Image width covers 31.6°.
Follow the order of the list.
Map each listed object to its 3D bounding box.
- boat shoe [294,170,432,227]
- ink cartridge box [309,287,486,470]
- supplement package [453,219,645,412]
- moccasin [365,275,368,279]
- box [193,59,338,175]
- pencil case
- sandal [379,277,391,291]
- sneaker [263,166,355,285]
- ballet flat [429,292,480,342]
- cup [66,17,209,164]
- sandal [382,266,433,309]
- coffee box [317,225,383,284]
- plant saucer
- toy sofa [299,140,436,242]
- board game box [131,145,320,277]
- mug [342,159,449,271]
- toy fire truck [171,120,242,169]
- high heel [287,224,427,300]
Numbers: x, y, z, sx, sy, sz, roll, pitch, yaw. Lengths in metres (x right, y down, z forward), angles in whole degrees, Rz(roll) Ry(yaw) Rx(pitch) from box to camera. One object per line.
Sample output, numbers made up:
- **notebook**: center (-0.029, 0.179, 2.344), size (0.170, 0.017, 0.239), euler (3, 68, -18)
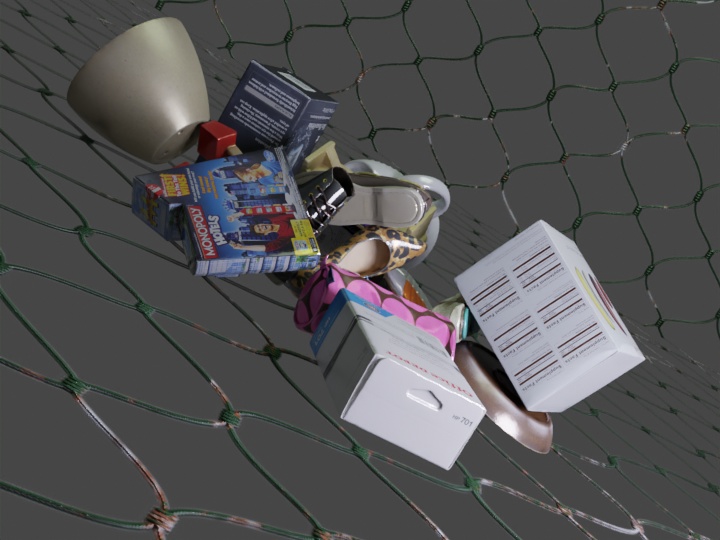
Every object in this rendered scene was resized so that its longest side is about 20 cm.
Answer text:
- **boat shoe**: center (-0.001, -0.100, 1.728), size (0.197, 0.073, 0.059), euler (8, 18, 21)
- **ink cartridge box**: center (0.036, 0.115, 1.406), size (0.145, 0.086, 0.200), euler (28, 13, -20)
- **supplement package**: center (0.257, 0.067, 1.710), size (0.202, 0.146, 0.191), euler (61, 16, 17)
- **moccasin**: center (0.025, 0.061, 1.618), size (0.199, 0.081, 0.068), euler (26, 6, -29)
- **box**: center (-0.147, -0.210, 1.999), size (0.117, 0.201, 0.197), euler (33, 11, 7)
- **pencil case**: center (0.023, 0.062, 1.540), size (0.198, 0.095, 0.091), euler (27, -31, -22)
- **sandal**: center (0.063, 0.042, 1.902), size (0.075, 0.048, 0.201), euler (31, 12, -8)
- **sneaker**: center (-0.072, -0.067, 1.627), size (0.075, 0.106, 0.201), euler (49, 27, -23)
- **ballet flat**: center (0.127, 0.058, 1.732), size (0.061, 0.068, 0.200), euler (4, 2, 13)
- **cup**: center (-0.295, -0.238, 1.806), size (0.144, 0.200, 0.200), euler (53, 14, 7)
- **sandal**: center (0.079, 0.083, 1.769), size (0.208, 0.059, 0.079), euler (55, 19, 1)
- **coffee box**: center (-0.056, -0.055, 1.902), size (0.200, 0.080, 0.113), euler (39, 13, 33)
- **plant saucer**: center (0.190, 0.161, 1.704), size (0.200, 0.032, 0.200), euler (41, 13, -11)
- **toy sofa**: center (0.000, -0.087, 1.819), size (0.199, 0.098, 0.083), euler (34, 38, 12)
- **board game box**: center (-0.169, -0.062, 1.525), size (0.197, 0.062, 0.201), euler (-4, 45, -17)
- **mug**: center (0.047, -0.102, 2.029), size (0.175, 0.198, 0.149), euler (40, 41, -51)
- **toy fire truck**: center (-0.182, -0.118, 1.728), size (0.199, 0.049, 0.140), euler (37, 44, 25)
- **high heel**: center (0.000, 0.000, 1.675), size (0.197, 0.072, 0.143), euler (-5, 26, -6)
